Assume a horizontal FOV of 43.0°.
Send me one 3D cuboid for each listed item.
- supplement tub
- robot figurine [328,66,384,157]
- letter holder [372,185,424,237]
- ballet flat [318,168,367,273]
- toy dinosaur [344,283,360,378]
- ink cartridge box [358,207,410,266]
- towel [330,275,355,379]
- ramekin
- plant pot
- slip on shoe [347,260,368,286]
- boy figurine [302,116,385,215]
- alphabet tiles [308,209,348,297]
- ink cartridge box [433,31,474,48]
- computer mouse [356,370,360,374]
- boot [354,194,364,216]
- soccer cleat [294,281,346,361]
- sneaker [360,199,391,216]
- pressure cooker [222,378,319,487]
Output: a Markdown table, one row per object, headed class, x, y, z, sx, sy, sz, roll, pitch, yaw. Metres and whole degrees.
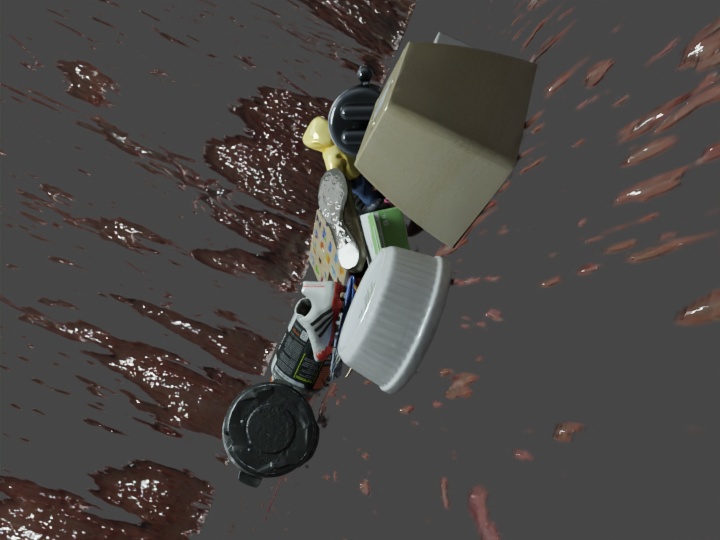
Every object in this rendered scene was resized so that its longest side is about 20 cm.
| class | x | y | z | sx | sy | sz | roll | pitch | yaw |
| --- | --- | --- | --- | --- | --- | --- | --- | --- | --- |
| supplement tub | -0.108 | 0.170 | 1.887 | 0.123 | 0.121 | 0.201 | -87 | 22 | -69 |
| robot figurine | 0.009 | -0.266 | 1.613 | 0.151 | 0.124 | 0.200 | -52 | 6 | 14 |
| letter holder | 0.082 | -0.144 | 1.570 | 0.200 | 0.100 | 0.144 | 152 | 139 | -78 |
| ballet flat | -0.026 | -0.086 | 1.596 | 0.067 | 0.046 | 0.202 | -29 | 63 | 25 |
| toy dinosaur | 0.015 | 0.085 | 1.598 | 0.201 | 0.060 | 0.107 | -72 | -17 | -53 |
| ink cartridge box | 0.045 | -0.049 | 1.519 | 0.200 | 0.059 | 0.105 | -171 | 69 | -83 |
| towel | -0.030 | 0.109 | 1.695 | 0.200 | 0.024 | 0.149 | 107 | 171 | -69 |
| ramekin | 0.041 | 0.060 | 1.257 | 0.202 | 0.093 | 0.204 | -157 | 90 | -83 |
| plant pot | 0.104 | -0.189 | 1.243 | 0.200 | 0.175 | 0.201 | 124 | 167 | -54 |
| slip on shoe | 0.000 | 0.000 | 1.695 | 0.061 | 0.074 | 0.201 | -32 | -29 | -35 |
| boy figurine | -0.031 | -0.194 | 1.701 | 0.064 | 0.200 | 0.125 | -34 | 15 | 37 |
| alphabet tiles | -0.057 | -0.034 | 1.712 | 0.201 | 0.007 | 0.168 | 104 | 150 | -44 |
| ink cartridge box | 0.141 | -0.346 | 1.810 | 0.147 | 0.084 | 0.201 | -74 | 9 | -45 |
| computer mouse | 0.017 | 0.087 | 1.509 | 0.059 | 0.034 | 0.202 | 124 | 159 | -48 |
| boot | 0.032 | -0.192 | 1.938 | 0.157 | 0.079 | 0.211 | -39 | -13 | -20 |
| soccer cleat | -0.077 | 0.088 | 1.616 | 0.201 | 0.084 | 0.069 | 104 | 175 | -49 |
| sneaker | 0.049 | -0.139 | 1.814 | 0.200 | 0.078 | 0.096 | -82 | 11 | -70 |
| pressure cooker | -0.176 | 0.302 | 1.729 | 0.175 | 0.180 | 0.200 | -25 | -8 | -15 |
